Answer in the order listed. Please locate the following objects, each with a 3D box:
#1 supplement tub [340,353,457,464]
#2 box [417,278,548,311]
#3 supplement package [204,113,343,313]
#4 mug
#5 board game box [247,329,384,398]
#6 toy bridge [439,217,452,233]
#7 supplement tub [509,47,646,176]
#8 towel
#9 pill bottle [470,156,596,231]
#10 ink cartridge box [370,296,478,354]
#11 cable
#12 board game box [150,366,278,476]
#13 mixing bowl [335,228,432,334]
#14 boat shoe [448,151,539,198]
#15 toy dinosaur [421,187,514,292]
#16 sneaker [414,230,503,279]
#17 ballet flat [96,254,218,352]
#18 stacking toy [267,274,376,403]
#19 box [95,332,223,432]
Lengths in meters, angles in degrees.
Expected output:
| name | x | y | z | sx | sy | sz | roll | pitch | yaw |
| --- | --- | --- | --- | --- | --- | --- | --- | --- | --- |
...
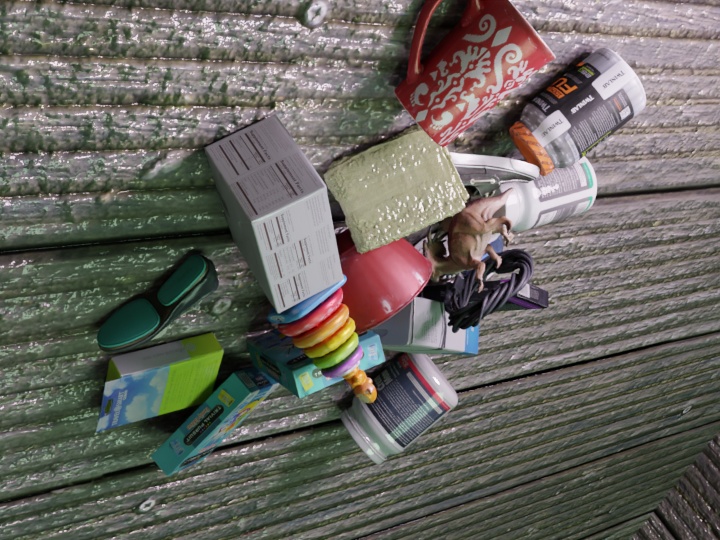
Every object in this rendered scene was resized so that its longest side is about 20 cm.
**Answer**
| name | x | y | z | sx | sy | sz | roll | pitch | yaw |
| --- | --- | --- | --- | --- | --- | --- | --- | --- | --- |
| supplement tub | 0.074 | 0.258 | 2.013 | 0.199 | 0.141 | 0.140 | -40 | 147 | 3 |
| box | 0.217 | 0.047 | 1.875 | 0.198 | 0.037 | 0.142 | -7 | 167 | 31 |
| supplement package | -0.114 | -0.075 | 1.426 | 0.110 | 0.156 | 0.201 | -26 | 145 | -13 |
| mug | 0.140 | -0.294 | 1.466 | 0.200 | 0.178 | 0.133 | -42 | -177 | 14 |
| board game box | -0.074 | 0.127 | 1.671 | 0.150 | 0.200 | 0.047 | -22 | 108 | -22 |
| toy bridge | 0.105 | -0.100 | 1.718 | 0.199 | 0.027 | 0.068 | 6 | 126 | -47 |
| supplement tub | 0.342 | -0.248 | 1.677 | 0.199 | 0.123 | 0.123 | -38 | 147 | -1 |
| towel | 0.055 | -0.123 | 1.561 | 0.198 | 0.150 | 0.036 | -27 | -176 | -17 |
| pill bottle | 0.291 | -0.131 | 1.778 | 0.198 | 0.113 | 0.114 | -16 | 141 | -30 |
| ink cartridge box | 0.093 | 0.097 | 1.827 | 0.199 | 0.144 | 0.085 | 13 | 79 | -50 |
| cable | 0.208 | 0.034 | 1.707 | 0.162 | 0.200 | 0.051 | -25 | 106 | 17 |
| board game box | -0.236 | 0.245 | 1.743 | 0.200 | 0.047 | 0.151 | -45 | 170 | 11 |
| mixing bowl | 0.000 | 0.000 | 1.624 | 0.199 | 0.200 | 0.109 | -35 | 110 | -4 |
| boat shoe | 0.184 | -0.147 | 1.647 | 0.197 | 0.071 | 0.065 | 4 | 93 | -15 |
| toy dinosaur | 0.166 | -0.055 | 1.680 | 0.202 | 0.135 | 0.086 | -65 | 165 | 12 |
| sneaker | 0.168 | -0.004 | 1.842 | 0.199 | 0.081 | 0.147 | -29 | 142 | -23 |
| ballet flat | -0.283 | 0.059 | 1.510 | 0.199 | 0.073 | 0.073 | -39 | 147 | -2 |
| stacking toy | -0.037 | 0.112 | 1.531 | 0.109 | 0.201 | 0.116 | -38 | -166 | -25 |
| box | -0.317 | 0.173 | 1.630 | 0.198 | 0.048 | 0.123 | -13 | 139 | -34 |
